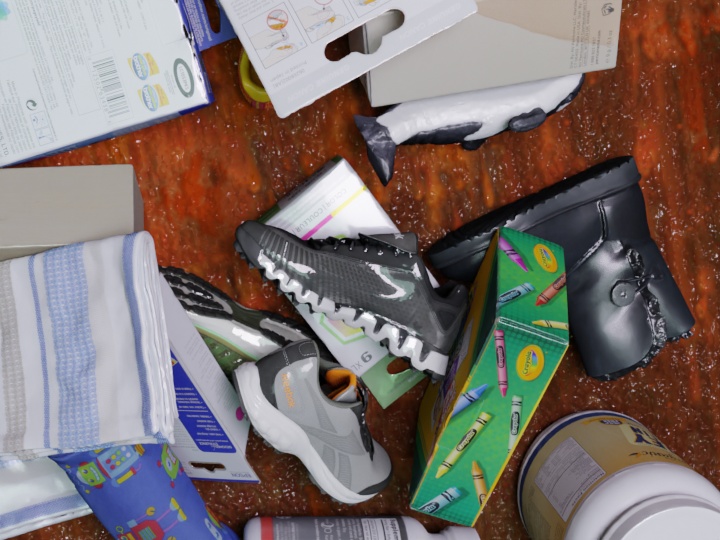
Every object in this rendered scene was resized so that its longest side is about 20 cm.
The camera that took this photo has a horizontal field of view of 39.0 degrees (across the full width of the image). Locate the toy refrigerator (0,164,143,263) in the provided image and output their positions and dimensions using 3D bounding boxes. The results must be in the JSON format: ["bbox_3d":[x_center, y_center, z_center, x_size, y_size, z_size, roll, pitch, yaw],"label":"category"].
[{"bbox_3d":[-0.268,-0.037,0.776,0.196,0.076,0.071,-3,72,-6],"label":"toy refrigerator"}]

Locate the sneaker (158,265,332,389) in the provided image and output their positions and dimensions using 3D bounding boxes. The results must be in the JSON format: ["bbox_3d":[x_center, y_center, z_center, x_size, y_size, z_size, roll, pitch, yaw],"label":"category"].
[{"bbox_3d":[-0.125,0.066,0.826,0.197,0.077,0.090,25,107,-8],"label":"sneaker"}]

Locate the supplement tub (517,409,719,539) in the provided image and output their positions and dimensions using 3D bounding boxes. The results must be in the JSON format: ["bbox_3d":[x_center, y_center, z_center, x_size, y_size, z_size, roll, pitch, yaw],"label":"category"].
[{"bbox_3d":[0.218,0.210,0.824,0.141,0.200,0.148,-1,101,-7],"label":"supplement tub"}]

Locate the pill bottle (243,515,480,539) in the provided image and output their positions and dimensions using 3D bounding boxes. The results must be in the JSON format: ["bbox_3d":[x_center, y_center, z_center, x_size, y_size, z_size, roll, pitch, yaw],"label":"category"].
[{"bbox_3d":[0.000,0.266,0.851,0.196,0.116,0.118,2,100,-8],"label":"pill bottle"}]

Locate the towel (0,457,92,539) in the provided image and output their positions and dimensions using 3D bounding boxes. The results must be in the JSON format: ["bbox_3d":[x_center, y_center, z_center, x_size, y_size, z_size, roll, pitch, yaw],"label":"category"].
[{"bbox_3d":[-0.283,0.117,0.828,0.144,0.024,0.204,-14,101,-5],"label":"towel"}]

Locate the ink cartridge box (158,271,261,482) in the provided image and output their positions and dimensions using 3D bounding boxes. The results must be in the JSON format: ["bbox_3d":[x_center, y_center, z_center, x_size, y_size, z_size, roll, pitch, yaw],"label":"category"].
[{"bbox_3d":[-0.151,0.089,0.800,0.093,0.037,0.202,-4,126,31],"label":"ink cartridge box"}]

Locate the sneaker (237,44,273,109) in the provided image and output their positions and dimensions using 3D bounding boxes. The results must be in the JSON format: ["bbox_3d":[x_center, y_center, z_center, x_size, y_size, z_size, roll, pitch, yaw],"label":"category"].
[{"bbox_3d":[-0.042,-0.221,0.779,0.072,0.077,0.204,14,93,-8],"label":"sneaker"}]

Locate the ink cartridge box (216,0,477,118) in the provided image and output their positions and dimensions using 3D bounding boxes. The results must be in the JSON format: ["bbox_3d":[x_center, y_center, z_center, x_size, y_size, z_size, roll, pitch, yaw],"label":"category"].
[{"bbox_3d":[-0.029,-0.223,0.725,0.160,0.050,0.202,-28,79,-2],"label":"ink cartridge box"}]

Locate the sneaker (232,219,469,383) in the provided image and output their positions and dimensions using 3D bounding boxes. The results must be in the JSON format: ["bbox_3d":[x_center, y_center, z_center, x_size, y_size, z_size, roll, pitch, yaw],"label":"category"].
[{"bbox_3d":[0.000,0.000,0.770,0.198,0.066,0.091,31,92,-15],"label":"sneaker"}]

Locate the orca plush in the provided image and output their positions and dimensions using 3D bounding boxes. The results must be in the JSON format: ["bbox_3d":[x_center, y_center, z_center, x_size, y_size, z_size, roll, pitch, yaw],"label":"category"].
[{"bbox_3d":[0.092,-0.114,0.817,0.199,0.105,0.072,-34,145,-24],"label":"orca plush"}]

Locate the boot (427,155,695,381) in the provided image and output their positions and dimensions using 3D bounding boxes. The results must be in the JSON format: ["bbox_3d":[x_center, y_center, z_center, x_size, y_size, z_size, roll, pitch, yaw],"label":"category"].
[{"bbox_3d":[0.172,0.018,0.847,0.197,0.076,0.171,-23,98,-9],"label":"boot"}]

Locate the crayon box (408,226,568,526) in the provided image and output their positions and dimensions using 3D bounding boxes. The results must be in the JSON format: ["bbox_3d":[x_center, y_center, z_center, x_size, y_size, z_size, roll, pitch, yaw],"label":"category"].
[{"bbox_3d":[0.097,0.084,0.788,0.057,0.120,0.202,17,125,-3],"label":"crayon box"}]

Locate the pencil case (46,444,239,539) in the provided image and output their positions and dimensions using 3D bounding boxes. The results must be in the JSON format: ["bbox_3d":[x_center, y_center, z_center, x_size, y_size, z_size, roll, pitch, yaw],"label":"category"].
[{"bbox_3d":[-0.168,0.181,0.812,0.077,0.087,0.202,-22,119,12],"label":"pencil case"}]

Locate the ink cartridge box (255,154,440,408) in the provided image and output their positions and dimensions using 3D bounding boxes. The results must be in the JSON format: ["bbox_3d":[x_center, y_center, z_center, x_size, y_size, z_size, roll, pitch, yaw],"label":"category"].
[{"bbox_3d":[0.003,0.017,0.835,0.103,0.059,0.201,-37,102,0],"label":"ink cartridge box"}]

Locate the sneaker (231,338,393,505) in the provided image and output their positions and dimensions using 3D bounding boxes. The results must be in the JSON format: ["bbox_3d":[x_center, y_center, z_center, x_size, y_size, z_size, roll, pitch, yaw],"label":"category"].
[{"bbox_3d":[-0.019,0.123,0.806,0.079,0.075,0.200,-32,137,10],"label":"sneaker"}]

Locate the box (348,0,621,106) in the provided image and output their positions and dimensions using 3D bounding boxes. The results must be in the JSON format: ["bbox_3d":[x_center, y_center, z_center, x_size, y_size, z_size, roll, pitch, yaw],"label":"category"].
[{"bbox_3d":[0.091,-0.195,0.782,0.196,0.096,0.079,-11,130,-6],"label":"box"}]

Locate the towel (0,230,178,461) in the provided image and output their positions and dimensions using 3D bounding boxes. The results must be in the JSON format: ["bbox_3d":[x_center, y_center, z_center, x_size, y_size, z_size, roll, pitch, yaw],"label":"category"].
[{"bbox_3d":[-0.223,0.060,0.729,0.196,0.024,0.150,-10,85,21],"label":"towel"}]

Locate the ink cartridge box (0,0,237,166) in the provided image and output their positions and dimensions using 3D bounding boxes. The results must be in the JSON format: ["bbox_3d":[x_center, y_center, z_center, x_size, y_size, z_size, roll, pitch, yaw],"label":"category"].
[{"bbox_3d":[-0.194,-0.172,0.769,0.196,0.076,0.139,-17,101,-2],"label":"ink cartridge box"}]
